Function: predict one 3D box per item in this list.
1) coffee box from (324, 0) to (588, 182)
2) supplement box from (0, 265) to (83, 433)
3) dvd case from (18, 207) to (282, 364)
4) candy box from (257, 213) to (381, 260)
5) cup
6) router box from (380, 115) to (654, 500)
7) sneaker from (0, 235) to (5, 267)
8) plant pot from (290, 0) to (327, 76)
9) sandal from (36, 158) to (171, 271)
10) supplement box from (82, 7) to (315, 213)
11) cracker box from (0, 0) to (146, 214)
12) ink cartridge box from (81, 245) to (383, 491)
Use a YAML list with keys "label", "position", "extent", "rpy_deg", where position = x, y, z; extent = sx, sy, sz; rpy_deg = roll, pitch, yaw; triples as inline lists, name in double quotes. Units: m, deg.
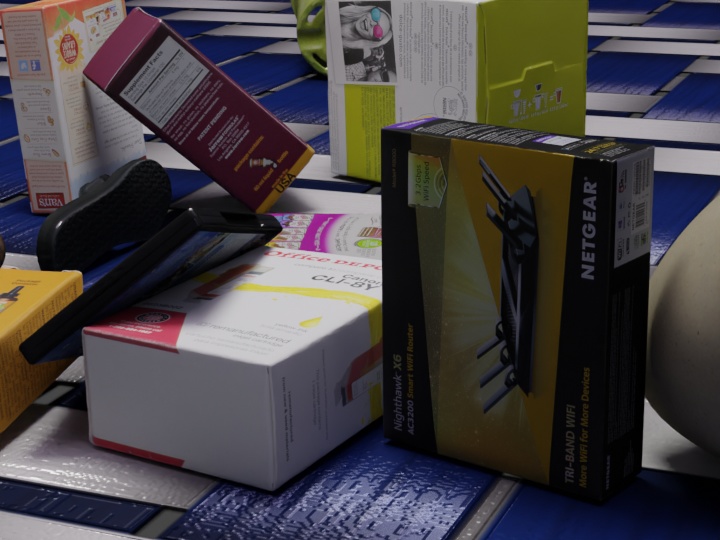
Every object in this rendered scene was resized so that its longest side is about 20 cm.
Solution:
- label: "coffee box"
  position: [0.102, -0.199, 1.592]
  extent: [0.198, 0.200, 0.200]
  rpy_deg: [14, 23, 38]
- label: "supplement box"
  position: [-0.246, 0.063, 0.983]
  extent: [0.067, 0.069, 0.200]
  rpy_deg: [4, 26, 18]
- label: "dvd case"
  position: [-0.133, 0.008, 1.032]
  extent: [0.143, 0.018, 0.200]
  rpy_deg: [-38, -7, 9]
- label: "candy box"
  position: [0.000, 0.000, 1.201]
  extent: [0.200, 0.061, 0.136]
  rpy_deg: [0, 17, 6]
- label: "cup"
  position: [0.243, 0.038, 0.901]
  extent: [0.200, 0.200, 0.143]
  rpy_deg: [-13, -6, -32]
- label: "router box"
  position: [0.088, 0.017, 0.906]
  extent: [0.157, 0.200, 0.052]
  rpy_deg: [11, 20, 37]
- label: "sneaker"
  position: [-0.353, -0.041, 1.340]
  extent: [0.200, 0.070, 0.076]
  rpy_deg: [16, 23, 42]
- label: "plant pot"
  position: [-0.013, -0.362, 2.185]
  extent: [0.200, 0.200, 0.184]
  rpy_deg: [1, 29, 6]
- label: "sandal"
  position: [-0.230, -0.053, 1.358]
  extent: [0.048, 0.075, 0.200]
  rpy_deg: [11, 22, 22]
- label: "supplement box"
  position: [-0.154, -0.151, 1.470]
  extent: [0.200, 0.086, 0.110]
  rpy_deg: [39, 0, -26]
- label: "cracker box"
  position: [-0.278, -0.167, 1.516]
  extent: [0.058, 0.200, 0.134]
  rpy_deg: [1, 17, 26]
- label: "ink cartridge box"
  position: [-0.059, 0.053, 0.996]
  extent: [0.145, 0.083, 0.200]
  rpy_deg: [8, 20, 30]
